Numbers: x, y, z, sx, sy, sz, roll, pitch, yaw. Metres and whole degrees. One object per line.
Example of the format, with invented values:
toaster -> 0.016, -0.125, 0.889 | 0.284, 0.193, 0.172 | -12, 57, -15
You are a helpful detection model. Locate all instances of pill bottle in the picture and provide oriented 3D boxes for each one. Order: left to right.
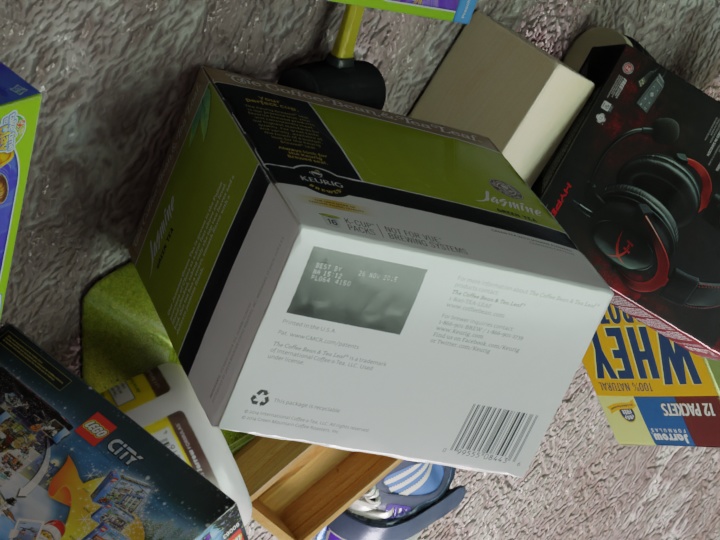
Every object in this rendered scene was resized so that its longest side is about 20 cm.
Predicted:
pill bottle -> -0.172, 0.141, 1.398 | 0.200, 0.109, 0.109 | -25, 145, -8

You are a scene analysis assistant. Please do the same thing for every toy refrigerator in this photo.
toy refrigerator -> 0.064, -0.062, 1.584 | 0.200, 0.076, 0.070 | -58, 150, 8

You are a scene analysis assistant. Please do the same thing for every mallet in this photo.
mallet -> -0.005, -0.173, 1.413 | 0.066, 0.041, 0.200 | -19, 132, -42

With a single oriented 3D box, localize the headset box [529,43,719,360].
headset box -> 0.213, -0.040, 1.623 | 0.149, 0.200, 0.075 | -60, -166, -4

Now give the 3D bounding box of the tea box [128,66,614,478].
tea box -> 0.000, 0.000, 1.368 | 0.200, 0.197, 0.134 | 12, 116, -26

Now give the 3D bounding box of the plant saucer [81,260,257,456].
plant saucer -> -0.085, 0.053, 1.520 | 0.200, 0.048, 0.200 | -31, 144, -34

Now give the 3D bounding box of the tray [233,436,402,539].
tray -> 0.006, 0.094, 1.575 | 0.200, 0.037, 0.099 | -41, 148, 0

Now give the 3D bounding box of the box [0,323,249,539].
box -> -0.178, 0.128, 1.310 | 0.137, 0.200, 0.038 | -39, 143, -22

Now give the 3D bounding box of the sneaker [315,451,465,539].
sneaker -> 0.001, 0.160, 1.725 | 0.200, 0.081, 0.147 | -4, 121, -60

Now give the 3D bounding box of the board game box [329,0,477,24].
board game box -> 0.040, -0.245, 1.350 | 0.134, 0.045, 0.200 | 1, 113, -52

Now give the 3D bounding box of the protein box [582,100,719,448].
protein box -> 0.263, -0.001, 1.785 | 0.200, 0.135, 0.199 | -33, 106, -32

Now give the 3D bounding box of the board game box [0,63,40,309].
board game box -> -0.242, -0.002, 1.222 | 0.134, 0.045, 0.200 | -22, 138, -43

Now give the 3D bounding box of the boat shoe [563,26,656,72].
boat shoe -> 0.146, -0.072, 1.692 | 0.063, 0.074, 0.201 | 22, 99, -52
